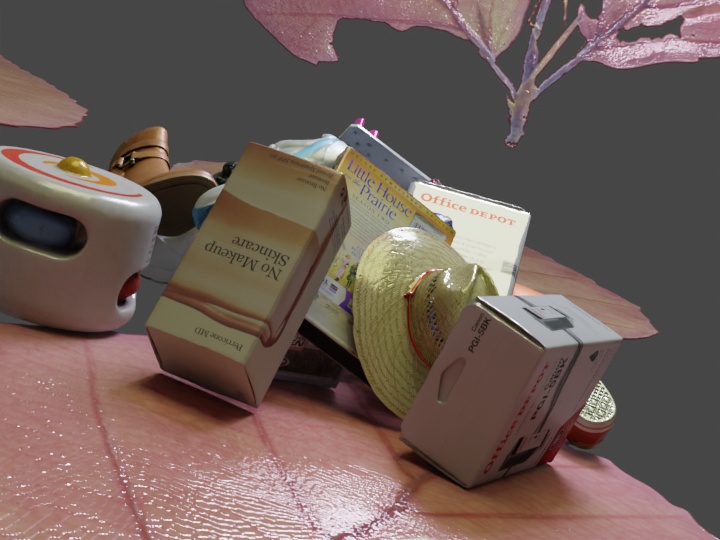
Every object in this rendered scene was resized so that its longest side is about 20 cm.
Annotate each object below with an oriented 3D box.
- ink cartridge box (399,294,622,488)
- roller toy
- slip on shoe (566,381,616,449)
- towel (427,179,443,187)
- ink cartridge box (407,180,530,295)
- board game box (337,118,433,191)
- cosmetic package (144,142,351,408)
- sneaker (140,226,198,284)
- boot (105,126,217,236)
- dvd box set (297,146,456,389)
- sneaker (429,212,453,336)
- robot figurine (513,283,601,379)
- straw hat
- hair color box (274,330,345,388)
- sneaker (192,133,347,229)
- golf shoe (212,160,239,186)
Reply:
[{"bbox_3d":[0.139,0.104,1.205,0.082,0.148,0.199,35,17,25],"label":"ink cartridge box"},{"bbox_3d":[-0.279,-0.036,1.244,0.198,0.142,0.181,9,13,-47],"label":"roller toy"},{"bbox_3d":[0.208,0.107,1.427,0.073,0.062,0.201,-9,45,-18],"label":"slip on shoe"},{"bbox_3d":[0.086,-0.012,1.618,0.201,0.143,0.023,51,32,-29],"label":"towel"},{"bbox_3d":[0.097,0.016,1.479,0.144,0.202,0.083,16,-36,5],"label":"ink cartridge box"},{"bbox_3d":[0.016,-0.067,1.623,0.199,0.200,0.026,35,42,-15],"label":"board game box"},{"bbox_3d":[-0.093,0.002,1.163,0.102,0.202,0.088,18,-27,14],"label":"cosmetic package"},{"bbox_3d":[-0.185,-0.019,1.492,0.198,0.088,0.074,22,17,32],"label":"sneaker"},{"bbox_3d":[-0.228,-0.102,1.500,0.077,0.199,0.157,43,37,-28],"label":"boot"},{"bbox_3d":[0.003,-0.004,1.288,0.146,0.201,0.029,37,-38,-16],"label":"dvd box set"},{"bbox_3d":[0.072,0.015,1.375,0.077,0.203,0.076,-6,-31,1],"label":"sneaker"},{"bbox_3d":[0.186,0.079,1.554,0.198,0.144,0.117,24,-28,30],"label":"robot figurine"},{"bbox_3d":[0.088,0.043,1.252,0.199,0.204,0.085,11,-24,-37],"label":"straw hat"},{"bbox_3d":[-0.086,0.025,1.331,0.098,0.061,0.201,12,30,-32],"label":"hair color box"},{"bbox_3d":[-0.093,-0.087,1.436,0.198,0.077,0.081,-19,50,-25],"label":"sneaker"},{"bbox_3d":[-0.100,-0.027,1.498,0.201,0.077,0.095,54,-27,7],"label":"golf shoe"}]
